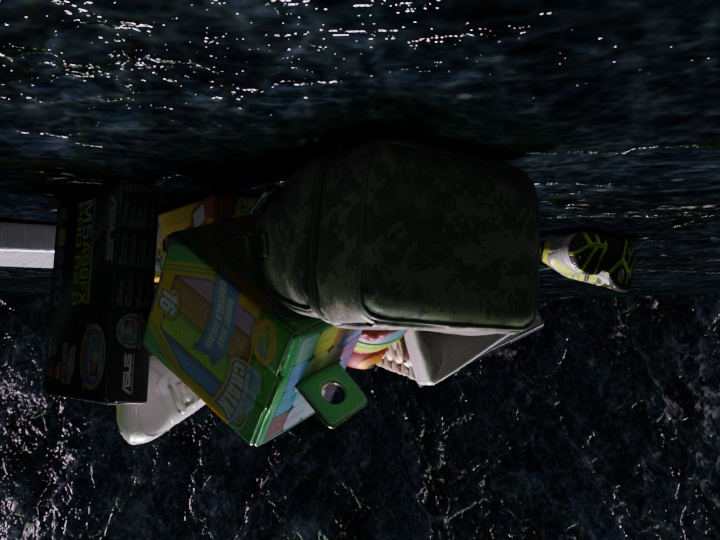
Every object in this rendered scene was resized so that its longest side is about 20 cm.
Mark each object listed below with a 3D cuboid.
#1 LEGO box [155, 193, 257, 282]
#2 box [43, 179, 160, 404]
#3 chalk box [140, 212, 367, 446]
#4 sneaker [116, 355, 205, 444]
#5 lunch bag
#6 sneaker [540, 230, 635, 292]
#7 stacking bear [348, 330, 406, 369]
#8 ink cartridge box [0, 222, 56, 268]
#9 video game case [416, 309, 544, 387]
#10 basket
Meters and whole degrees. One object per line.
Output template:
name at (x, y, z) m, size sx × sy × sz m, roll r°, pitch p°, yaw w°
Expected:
LEGO box at (-0.146, -0.028, 0.894) m, size 0.146 × 0.079 × 0.198 m, roll 3°, pitch 174°, yaw -36°
box at (-0.259, 0.024, 0.773) m, size 0.044 × 0.206 × 0.158 m, roll 7°, pitch 173°, yaw -40°
chalk box at (-0.077, 0.058, 0.697) m, size 0.198 × 0.126 × 0.124 m, roll 35°, pitch -152°, yaw 22°
sneaker at (-0.179, 0.109, 0.828) m, size 0.098 × 0.076 × 0.200 m, roll -12°, pitch -161°, yaw 29°
lunch bag at (0.025, -0.019, 0.634) m, size 0.196 × 0.143 × 0.166 m, roll 4°, pitch 173°, yaw -35°
sneaker at (0.331, -0.018, 1.122) m, size 0.198 × 0.077 × 0.075 m, roll 19°, pitch 171°, yaw -43°
stacking bear at (0.009, 0.046, 0.864) m, size 0.119 × 0.115 × 0.201 m, roll -22°, pitch 161°, yaw -21°
ink cartridge box at (-0.441, -0.032, 1.069) m, size 0.197 × 0.045 × 0.194 m, roll 1°, pitch 174°, yaw -38°
video game case at (0.143, 0.059, 1.118) m, size 0.196 × 0.145 × 0.019 m, roll -25°, pitch 159°, yaw -2°
basket at (0.102, 0.038, 1.004) m, size 0.198 × 0.139 × 0.122 m, roll -26°, pitch -164°, yaw -32°
